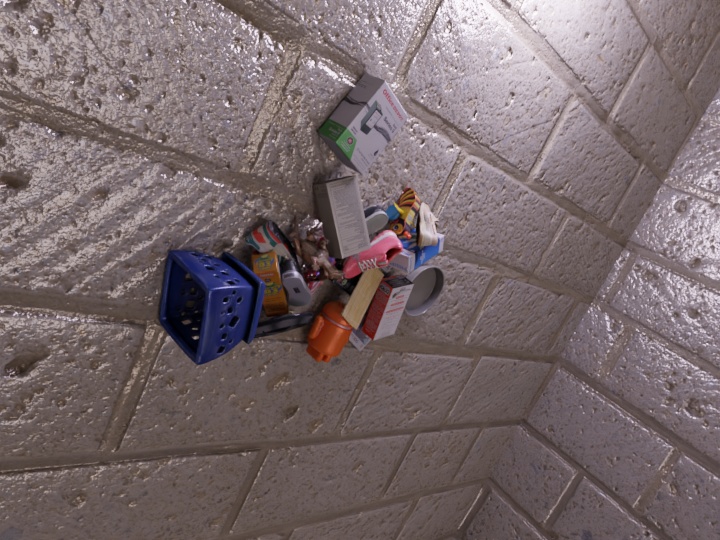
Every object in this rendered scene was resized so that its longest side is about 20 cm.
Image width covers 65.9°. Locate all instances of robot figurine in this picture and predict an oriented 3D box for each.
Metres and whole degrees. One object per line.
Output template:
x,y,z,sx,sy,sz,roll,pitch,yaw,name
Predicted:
-0.087,0.180,1.688,0.143,0.117,0.201,27,99,-14,robot figurine

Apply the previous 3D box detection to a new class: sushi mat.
0.007,0.071,1.656,0.201,0.012,0.096,-62,142,-21,sushi mat

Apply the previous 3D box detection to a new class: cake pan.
0.213,0.067,1.950,0.199,0.037,0.202,-24,132,-30,cake pan

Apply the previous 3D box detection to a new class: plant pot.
-0.344,0.074,1.316,0.179,0.199,0.202,-9,123,-46,plant pot

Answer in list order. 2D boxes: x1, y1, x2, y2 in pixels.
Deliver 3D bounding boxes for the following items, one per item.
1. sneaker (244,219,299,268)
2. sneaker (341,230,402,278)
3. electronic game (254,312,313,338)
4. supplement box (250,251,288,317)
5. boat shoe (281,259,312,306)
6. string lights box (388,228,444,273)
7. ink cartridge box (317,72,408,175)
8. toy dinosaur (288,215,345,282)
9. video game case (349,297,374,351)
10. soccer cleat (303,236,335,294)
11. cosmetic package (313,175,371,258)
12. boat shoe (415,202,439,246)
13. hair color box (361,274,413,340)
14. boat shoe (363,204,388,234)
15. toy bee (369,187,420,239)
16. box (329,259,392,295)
-0.229,-0.048,1.446,0.093,0.071,0.200,-24,145,5,sneaker
0.034,-0.037,1.589,0.199,0.087,0.074,-36,135,-7,sneaker
-0.225,0.145,1.504,0.199,0.199,0.042,-7,79,-40,electronic game
-0.233,0.039,1.444,0.066,0.069,0.201,-10,141,-4,supplement box
-0.170,0.037,1.483,0.068,0.057,0.200,-10,154,-2,boat shoe
0.164,-0.066,1.726,0.199,0.102,0.060,-31,133,-44,string lights box
0.010,-0.373,1.417,0.201,0.084,0.146,-52,140,-3,ink cartridge box
-0.132,-0.043,1.468,0.086,0.200,0.136,-38,169,-20,toy dinosaur
0.026,0.154,1.845,0.200,0.023,0.182,-47,139,-8,video game case
-0.111,-0.004,1.560,0.076,0.067,0.202,8,117,-30,soccer cleat
-0.048,-0.143,1.476,0.103,0.073,0.202,-19,106,-33,cosmetic package
0.206,-0.138,1.695,0.064,0.201,0.073,7,126,0,boat shoe
0.088,0.119,1.798,0.110,0.064,0.202,-10,129,-47,hair color box
-0.017,-0.119,1.583,0.198,0.061,0.076,-25,132,-1,boat shoe
0.128,-0.143,1.671,0.130,0.108,0.202,5,114,-47,toy bee
0.000,0.000,1.694,0.162,0.049,0.200,-54,140,-5,box
